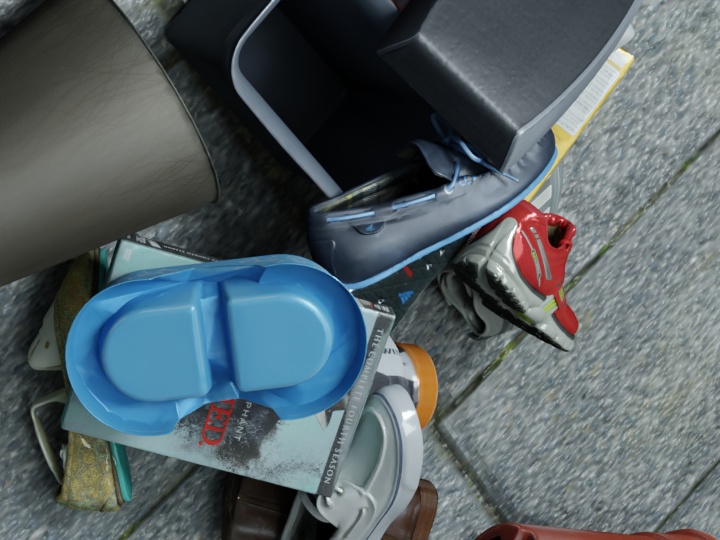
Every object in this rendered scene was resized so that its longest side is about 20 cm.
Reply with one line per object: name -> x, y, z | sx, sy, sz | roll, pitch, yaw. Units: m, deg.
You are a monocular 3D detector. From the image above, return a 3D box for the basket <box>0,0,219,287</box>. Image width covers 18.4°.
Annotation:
basket -> -0.225, -0.072, 1.464 | 0.200, 0.136, 0.180 | -32, 87, -17

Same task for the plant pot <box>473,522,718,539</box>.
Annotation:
plant pot -> 0.187, 0.298, 1.849 | 0.195, 0.201, 0.201 | 15, 95, -29

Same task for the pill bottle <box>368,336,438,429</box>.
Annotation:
pill bottle -> -0.039, 0.087, 1.661 | 0.200, 0.106, 0.106 | 3, 103, -36

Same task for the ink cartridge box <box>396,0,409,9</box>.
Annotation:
ink cartridge box -> 0.019, -0.280, 1.635 | 0.095, 0.037, 0.200 | -36, 120, -21

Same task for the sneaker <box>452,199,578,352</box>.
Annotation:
sneaker -> 0.136, 0.001, 1.670 | 0.085, 0.077, 0.200 | -57, 158, -5

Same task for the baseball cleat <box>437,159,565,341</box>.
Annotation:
baseball cleat -> 0.110, -0.040, 1.745 | 0.106, 0.070, 0.200 | -22, 116, -43

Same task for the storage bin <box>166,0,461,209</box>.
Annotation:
storage bin -> -0.034, -0.144, 1.576 | 0.146, 0.134, 0.200 | -51, 127, -11

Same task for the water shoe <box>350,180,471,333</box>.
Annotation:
water shoe -> 0.000, 0.000, 1.612 | 0.200, 0.079, 0.072 | -43, 136, -15

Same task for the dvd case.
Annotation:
dvd case -> -0.092, 0.067, 1.539 | 0.200, 0.022, 0.146 | 16, 104, -14

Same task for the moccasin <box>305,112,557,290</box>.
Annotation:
moccasin -> 0.052, -0.059, 1.530 | 0.200, 0.080, 0.068 | -34, 117, -23

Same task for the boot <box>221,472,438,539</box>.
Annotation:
boot -> -0.040, 0.231, 1.732 | 0.200, 0.064, 0.187 | 17, 81, -41

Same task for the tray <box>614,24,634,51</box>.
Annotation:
tray -> 0.105, -0.217, 1.620 | 0.107, 0.022, 0.200 | -35, 107, 10

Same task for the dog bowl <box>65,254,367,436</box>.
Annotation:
dog bowl -> -0.096, 0.045, 1.487 | 0.200, 0.050, 0.112 | -7, 109, -1

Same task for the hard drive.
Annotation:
hard drive -> 0.113, -0.176, 1.539 | 0.135, 0.042, 0.200 | 44, 58, -6

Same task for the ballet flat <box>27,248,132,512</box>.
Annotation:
ballet flat -> -0.203, 0.080, 1.575 | 0.071, 0.071, 0.200 | -15, 111, -31

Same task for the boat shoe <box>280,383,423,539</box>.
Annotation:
boat shoe -> -0.010, 0.162, 1.618 | 0.065, 0.074, 0.200 | -11, 139, -29

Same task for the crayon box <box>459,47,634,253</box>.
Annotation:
crayon box -> 0.097, -0.119, 1.689 | 0.126, 0.052, 0.200 | 37, 87, -7
